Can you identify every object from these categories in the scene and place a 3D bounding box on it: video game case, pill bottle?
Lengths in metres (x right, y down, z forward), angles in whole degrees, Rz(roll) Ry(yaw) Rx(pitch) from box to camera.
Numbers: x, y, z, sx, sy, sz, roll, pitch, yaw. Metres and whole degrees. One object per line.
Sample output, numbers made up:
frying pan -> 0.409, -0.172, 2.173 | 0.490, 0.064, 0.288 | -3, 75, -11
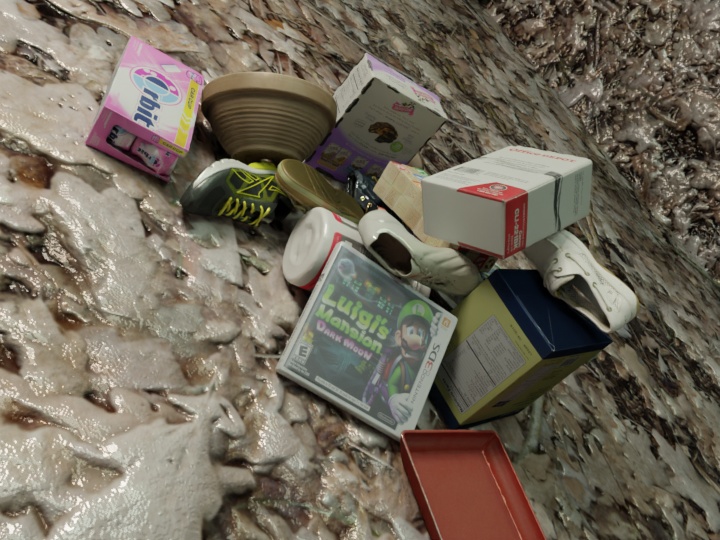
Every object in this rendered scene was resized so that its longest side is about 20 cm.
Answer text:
video game case -> 0.015, 0.092, 0.881 | 0.199, 0.023, 0.183 | 33, 68, -19
pill bottle -> 0.000, 0.000, 0.974 | 0.199, 0.111, 0.111 | 25, 37, -29

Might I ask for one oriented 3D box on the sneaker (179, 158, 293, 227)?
sneaker -> -0.156, -0.099, 0.941 | 0.085, 0.074, 0.200 | 51, 32, 9

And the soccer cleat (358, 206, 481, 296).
soccer cleat -> 0.079, -0.009, 0.917 | 0.199, 0.069, 0.078 | 30, 31, -22

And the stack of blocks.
stack of blocks -> 0.124, -0.085, 1.091 | 0.115, 0.059, 0.200 | 7, 33, -47

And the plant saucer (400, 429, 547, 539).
plant saucer -> 0.141, 0.298, 0.870 | 0.198, 0.037, 0.201 | 12, 44, -42

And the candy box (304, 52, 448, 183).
candy box -> 0.019, -0.240, 1.186 | 0.167, 0.200, 0.072 | 21, 39, -34

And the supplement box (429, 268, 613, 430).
supplement box -> 0.215, 0.112, 1.009 | 0.199, 0.200, 0.135 | 2, 50, -48

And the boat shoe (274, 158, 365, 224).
boat shoe -> -0.064, -0.096, 1.006 | 0.200, 0.063, 0.074 | 24, 34, -58

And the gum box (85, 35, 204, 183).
gum box -> -0.283, -0.216, 0.932 | 0.113, 0.066, 0.201 | 26, 37, -26

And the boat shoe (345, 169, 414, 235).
boat shoe -> 0.026, -0.083, 1.151 | 0.090, 0.071, 0.201 | 13, 42, -25

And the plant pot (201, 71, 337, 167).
plant pot -> -0.134, -0.202, 1.015 | 0.200, 0.200, 0.094 | 11, 77, -42

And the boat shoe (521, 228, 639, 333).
boat shoe -> 0.283, 0.006, 0.954 | 0.069, 0.071, 0.200 | -30, 60, -32

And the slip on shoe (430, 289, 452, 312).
slip on shoe -> 0.134, 0.022, 1.154 | 0.200, 0.061, 0.076 | 41, 24, 11

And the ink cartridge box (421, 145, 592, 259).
ink cartridge box -> 0.202, -0.101, 0.955 | 0.199, 0.085, 0.144 | -25, 32, -35

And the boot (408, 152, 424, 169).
boot -> 0.022, -0.241, 1.328 | 0.200, 0.070, 0.146 | 46, 38, 3

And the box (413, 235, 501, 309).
box -> 0.166, 0.004, 1.102 | 0.137, 0.040, 0.199 | 47, 25, 25
